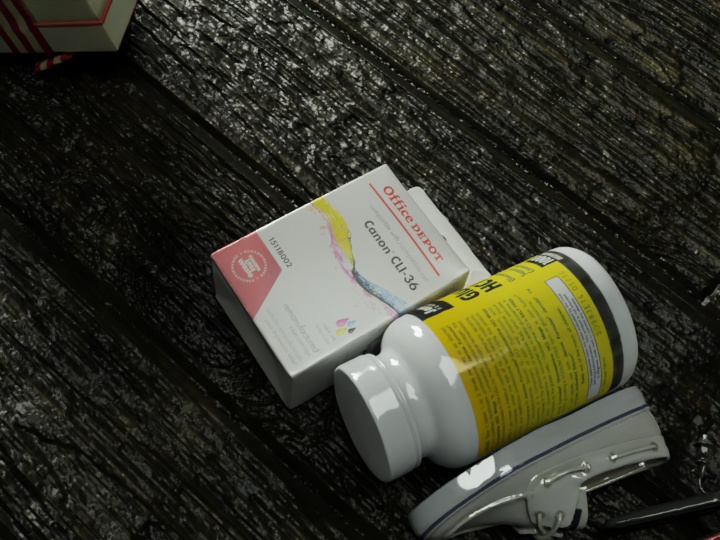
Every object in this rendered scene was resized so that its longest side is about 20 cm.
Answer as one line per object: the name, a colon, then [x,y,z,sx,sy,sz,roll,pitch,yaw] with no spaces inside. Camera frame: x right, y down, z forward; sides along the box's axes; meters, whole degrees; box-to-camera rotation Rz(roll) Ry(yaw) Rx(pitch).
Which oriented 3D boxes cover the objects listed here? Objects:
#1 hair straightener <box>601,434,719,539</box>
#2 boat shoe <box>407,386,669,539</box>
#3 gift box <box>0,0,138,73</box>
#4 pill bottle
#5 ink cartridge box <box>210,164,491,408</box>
hair straightener: [0.259,0.145,0.670,0.198,0.041,0.078,-26,62,11]
boat shoe: [0.130,0.152,0.677,0.198,0.071,0.070,-21,68,-21]
gift box: [-0.285,-0.294,0.809,0.198,0.187,0.186,7,61,20]
pill bottle: [0.086,0.068,0.689,0.198,0.113,0.113,-23,66,-18]
ink cartridge box: [0.000,0.000,0.742,0.199,0.068,0.117,-29,68,-20]
